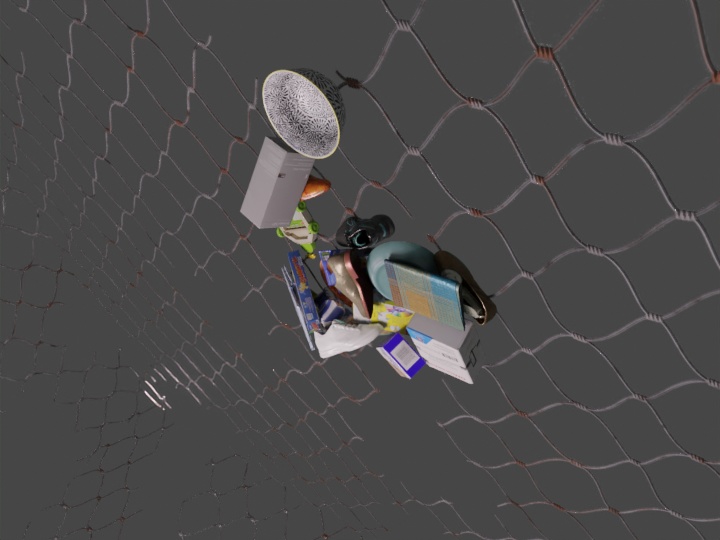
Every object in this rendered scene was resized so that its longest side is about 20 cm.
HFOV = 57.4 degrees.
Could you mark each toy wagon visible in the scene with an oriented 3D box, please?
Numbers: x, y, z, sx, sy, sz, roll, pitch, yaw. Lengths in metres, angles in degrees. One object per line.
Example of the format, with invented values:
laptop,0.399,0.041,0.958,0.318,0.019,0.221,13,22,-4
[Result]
toy wagon,-0.172,-0.121,1.753,0.154,0.040,0.201,-1,128,48

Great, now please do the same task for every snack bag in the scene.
snack bag,-0.180,0.107,1.933,0.201,0.021,0.190,-118,12,-50

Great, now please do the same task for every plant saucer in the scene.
plant saucer,0.105,0.018,1.559,0.198,0.036,0.201,11,135,11
plant saucer,-0.021,0.025,1.760,0.199,0.037,0.201,29,146,22

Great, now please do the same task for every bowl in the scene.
bowl,-0.099,-0.344,1.366,0.200,0.094,0.202,27,144,22

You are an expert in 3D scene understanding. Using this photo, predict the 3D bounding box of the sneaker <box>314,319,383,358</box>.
sneaker,-0.037,0.163,1.727,0.199,0.075,0.089,-21,95,23

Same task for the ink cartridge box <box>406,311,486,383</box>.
ink cartridge box,0.212,0.178,1.600,0.145,0.085,0.200,21,158,30

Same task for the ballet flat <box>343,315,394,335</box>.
ballet flat,-0.002,0.148,1.790,0.198,0.071,0.066,-12,126,3

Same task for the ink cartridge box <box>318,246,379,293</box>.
ink cartridge box,0.000,0.000,1.631,0.198,0.042,0.120,-1,131,15

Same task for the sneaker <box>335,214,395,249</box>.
sneaker,-0.007,-0.088,1.572,0.199,0.079,0.076,-13,109,52

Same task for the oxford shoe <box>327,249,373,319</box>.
oxford shoe,-0.021,0.036,1.597,0.074,0.071,0.201,-9,122,20

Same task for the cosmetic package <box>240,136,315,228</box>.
cosmetic package,-0.192,-0.203,1.532,0.090,0.106,0.201,37,119,31

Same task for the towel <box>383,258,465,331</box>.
towel,0.147,0.053,1.491,0.199,0.022,0.148,20,141,34

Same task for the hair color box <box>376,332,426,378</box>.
hair color box,0.105,0.226,1.754,0.109,0.065,0.200,47,175,4

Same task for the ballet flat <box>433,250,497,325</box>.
ballet flat,0.229,0.045,1.480,0.200,0.072,0.068,50,135,-10

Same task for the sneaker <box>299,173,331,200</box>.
sneaker,-0.155,-0.216,1.598,0.199,0.073,0.078,10,125,37

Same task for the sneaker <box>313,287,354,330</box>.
sneaker,-0.094,0.104,1.847,0.115,0.081,0.199,43,-179,18

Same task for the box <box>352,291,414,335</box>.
box,0.081,0.107,1.697,0.198,0.049,0.118,14,142,12

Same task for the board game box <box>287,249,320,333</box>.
board game box,-0.154,0.060,1.802,0.136,0.034,0.202,96,158,-73

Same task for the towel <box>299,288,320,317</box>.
towel,-0.098,0.123,1.977,0.199,0.018,0.086,37,142,10
